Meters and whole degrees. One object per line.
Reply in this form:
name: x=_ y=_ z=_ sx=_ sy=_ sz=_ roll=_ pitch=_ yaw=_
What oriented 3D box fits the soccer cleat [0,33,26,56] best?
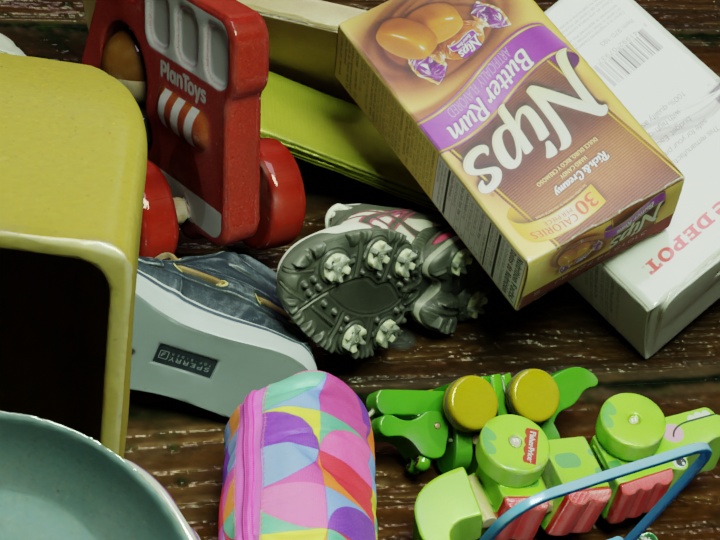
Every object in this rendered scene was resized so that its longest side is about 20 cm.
soccer cleat: x=-0.227 y=-0.108 z=1.296 sx=0.069 sy=0.078 sz=0.201 roll=1 pitch=37 yaw=-16

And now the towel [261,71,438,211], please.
towel: x=0.018 y=-0.074 z=1.340 sx=0.198 sy=0.018 sz=0.086 roll=20 pitch=30 yaw=-18

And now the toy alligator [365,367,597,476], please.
toy alligator: x=0.046 y=0.090 z=1.143 sx=0.198 sy=0.059 sz=0.055 roll=-5 pitch=80 yaw=-24

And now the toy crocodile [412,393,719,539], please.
toy crocodile: x=0.115 y=0.115 z=1.117 sx=0.198 sy=0.068 sz=0.062 roll=-9 pitch=51 yaw=-25

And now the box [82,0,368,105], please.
box: x=-0.084 y=-0.152 z=1.354 sx=0.198 sy=0.164 sz=0.021 roll=13 pitch=76 yaw=0

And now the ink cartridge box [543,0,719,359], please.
ink cartridge box: x=0.165 y=-0.066 z=1.292 sx=0.145 sy=0.084 sz=0.200 roll=-38 pitch=67 yaw=-14

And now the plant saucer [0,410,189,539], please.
plant saucer: x=-0.163 y=0.159 z=0.895 sx=0.199 sy=0.203 sz=0.039 roll=10 pitch=3 yaw=-5

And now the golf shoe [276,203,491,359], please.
golf shoe: x=0.000 y=0.000 z=1.214 sx=0.088 sy=0.078 sz=0.199 roll=26 pitch=15 yaw=30

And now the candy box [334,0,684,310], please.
candy box: x=0.085 y=-0.087 z=1.222 sx=0.116 sy=0.057 sz=0.201 roll=-28 pitch=65 yaw=-20

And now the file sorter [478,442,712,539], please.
file sorter: x=0.134 y=0.198 z=0.915 sx=0.138 sy=0.123 sz=0.201 roll=-12 pitch=62 yaw=-33

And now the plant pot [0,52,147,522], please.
plant pot: x=-0.189 y=-0.004 z=0.963 sx=0.193 sy=0.196 sz=0.201 roll=9 pitch=37 yaw=0

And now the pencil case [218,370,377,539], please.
pencil case: x=-0.031 y=0.130 z=1.014 sx=0.087 sy=0.089 sz=0.200 roll=9 pitch=26 yaw=-6

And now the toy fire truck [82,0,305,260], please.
toy fire truck: x=-0.113 y=-0.103 z=1.236 sx=0.111 sy=0.170 sz=0.200 roll=-11 pitch=29 yaw=-29

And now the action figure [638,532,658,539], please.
action figure: x=0.089 y=0.179 z=1.036 sx=0.118 sy=0.055 sz=0.199 roll=37 pitch=39 yaw=28

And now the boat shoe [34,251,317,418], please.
boat shoe: x=-0.118 y=0.020 z=1.153 sx=0.199 sy=0.071 sz=0.091 roll=23 pitch=26 yaw=-19

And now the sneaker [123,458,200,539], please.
sneaker: x=-0.165 y=0.127 z=1.021 sx=0.199 sy=0.075 sz=0.100 roll=24 pitch=49 yaw=24
